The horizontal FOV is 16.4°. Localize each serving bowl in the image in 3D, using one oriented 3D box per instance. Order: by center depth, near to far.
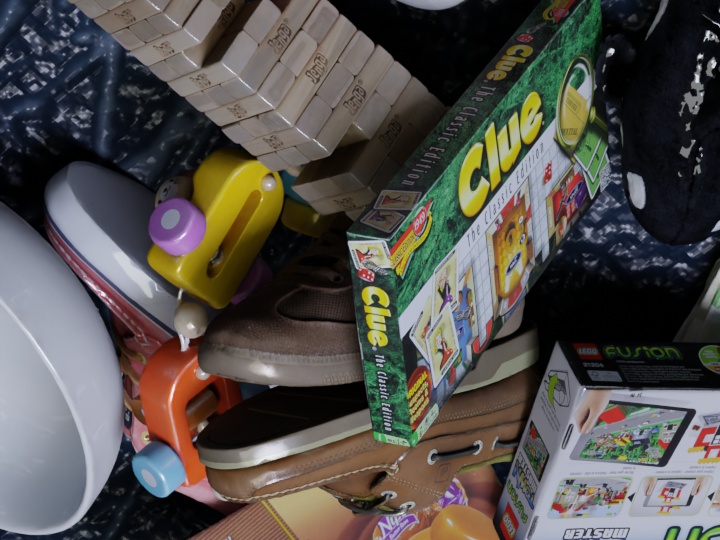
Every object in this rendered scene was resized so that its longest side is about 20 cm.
[{"bbox_3d":[-0.180,0.024,1.129,0.199,0.066,0.201,26,141,23],"label":"serving bowl"}]

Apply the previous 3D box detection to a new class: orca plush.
[{"bbox_3d":[0.168,-0.087,1.048,0.105,0.071,0.200,26,116,-19],"label":"orca plush"}]

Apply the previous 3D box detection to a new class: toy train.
[{"bbox_3d":[-0.044,-0.002,1.094,0.055,0.200,0.151,24,143,37],"label":"toy train"}]

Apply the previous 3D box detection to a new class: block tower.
[{"bbox_3d":[-0.054,-0.099,1.000,0.200,0.058,0.054,41,156,-20],"label":"block tower"}]

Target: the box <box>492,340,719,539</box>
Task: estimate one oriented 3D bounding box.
[{"bbox_3d":[0.169,0.086,1.143,0.199,0.035,0.111,2,127,-22],"label":"box"}]

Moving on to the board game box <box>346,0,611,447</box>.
[{"bbox_3d":[0.054,-0.028,1.035,0.023,0.200,0.105,11,130,28],"label":"board game box"}]

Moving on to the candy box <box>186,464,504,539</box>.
[{"bbox_3d":[-0.015,0.158,1.181,0.199,0.056,0.117,-29,78,-3],"label":"candy box"}]

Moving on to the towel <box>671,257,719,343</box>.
[{"bbox_3d":[0.225,0.031,1.174,0.152,0.023,0.201,15,123,-10],"label":"towel"}]

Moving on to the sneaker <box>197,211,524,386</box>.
[{"bbox_3d":[0.000,0.000,1.061,0.070,0.200,0.076,6,101,35],"label":"sneaker"}]

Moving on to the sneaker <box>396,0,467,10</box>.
[{"bbox_3d":[-0.019,-0.157,0.994,0.067,0.108,0.202,-29,120,22],"label":"sneaker"}]

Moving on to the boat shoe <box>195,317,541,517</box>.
[{"bbox_3d":[0.014,0.076,1.088,0.072,0.199,0.068,8,108,45],"label":"boat shoe"}]

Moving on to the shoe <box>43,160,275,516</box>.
[{"bbox_3d":[-0.092,0.039,1.161,0.091,0.072,0.200,-38,120,21],"label":"shoe"}]
